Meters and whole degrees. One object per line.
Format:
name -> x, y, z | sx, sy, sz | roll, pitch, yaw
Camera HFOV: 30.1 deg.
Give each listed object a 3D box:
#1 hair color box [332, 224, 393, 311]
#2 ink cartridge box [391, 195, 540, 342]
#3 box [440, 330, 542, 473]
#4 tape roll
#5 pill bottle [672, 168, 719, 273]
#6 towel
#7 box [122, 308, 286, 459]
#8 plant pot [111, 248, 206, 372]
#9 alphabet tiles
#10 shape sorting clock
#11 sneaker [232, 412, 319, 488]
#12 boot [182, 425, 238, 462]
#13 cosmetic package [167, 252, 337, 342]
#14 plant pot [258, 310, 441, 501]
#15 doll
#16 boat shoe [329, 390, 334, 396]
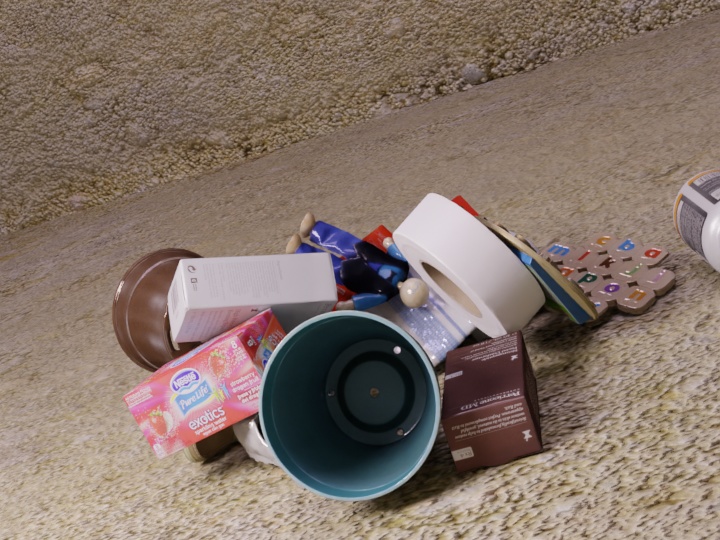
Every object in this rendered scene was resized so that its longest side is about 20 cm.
hair color box -> -0.025, 0.031, 1.851 | 0.200, 0.061, 0.102 | -40, -15, -37
ink cartridge box -> 0.160, -0.015, 1.857 | 0.162, 0.201, 0.057 | -31, -15, -34
box -> 0.149, 0.147, 1.528 | 0.099, 0.076, 0.200 | -17, 18, 10
tape roll -> 0.133, -0.002, 1.663 | 0.071, 0.202, 0.202 | -47, 20, -7
pill bottle -> 0.478, -0.055, 1.702 | 0.115, 0.118, 0.200 | -20, 17, 2
towel -> 0.091, 0.044, 1.781 | 0.200, 0.024, 0.147 | -42, 59, -2
box -> -0.178, 0.140, 1.641 | 0.199, 0.096, 0.100 | -28, 6, 29
plant pot -> -0.259, 0.073, 2.046 | 0.199, 0.203, 0.198 | -26, 15, -21
alphabet tiles -> 0.314, 0.009, 1.788 | 0.198, 0.015, 0.195 | 17, 41, 41
shape sorting clock -> 0.214, -0.005, 1.656 | 0.039, 0.200, 0.200 | -48, 20, -6
sneaker -> -0.107, 0.192, 1.627 | 0.077, 0.081, 0.199 | -50, 30, -15
boot -> -0.129, 0.185, 1.763 | 0.153, 0.073, 0.200 | 0, 28, 40
cosmetic package -> -0.136, 0.034, 1.681 | 0.197, 0.075, 0.102 | -2, -26, -19
plant pot -> 0.004, 0.143, 1.510 | 0.197, 0.203, 0.188 | -17, -3, 10
doll -> 0.000, 0.000, 1.779 | 0.198, 0.049, 0.137 | 25, 59, 13
boat shoe -> -0.104, 0.129, 1.698 | 0.198, 0.071, 0.073 | 12, 58, 30
